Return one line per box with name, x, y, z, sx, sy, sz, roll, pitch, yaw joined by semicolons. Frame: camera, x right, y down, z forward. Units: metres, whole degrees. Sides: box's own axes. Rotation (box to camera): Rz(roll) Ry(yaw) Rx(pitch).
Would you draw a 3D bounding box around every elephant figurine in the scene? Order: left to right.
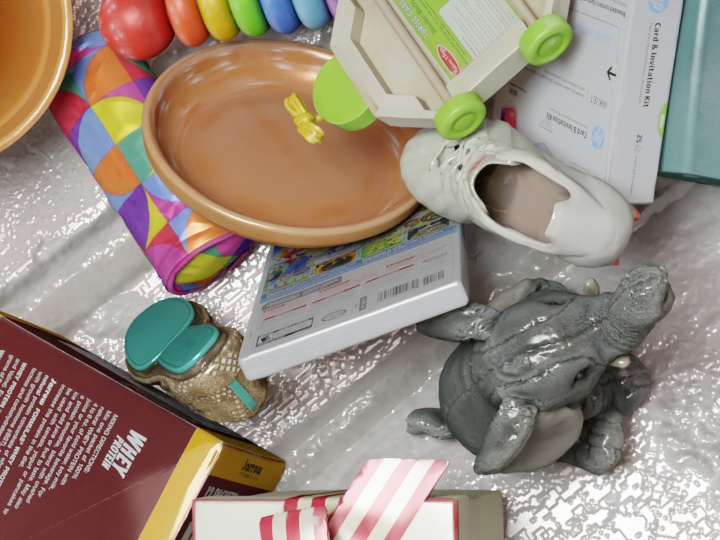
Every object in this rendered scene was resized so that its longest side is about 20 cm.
elephant figurine;0.102;0.055;0.989;0.141;0.200;0.156;28;88;17

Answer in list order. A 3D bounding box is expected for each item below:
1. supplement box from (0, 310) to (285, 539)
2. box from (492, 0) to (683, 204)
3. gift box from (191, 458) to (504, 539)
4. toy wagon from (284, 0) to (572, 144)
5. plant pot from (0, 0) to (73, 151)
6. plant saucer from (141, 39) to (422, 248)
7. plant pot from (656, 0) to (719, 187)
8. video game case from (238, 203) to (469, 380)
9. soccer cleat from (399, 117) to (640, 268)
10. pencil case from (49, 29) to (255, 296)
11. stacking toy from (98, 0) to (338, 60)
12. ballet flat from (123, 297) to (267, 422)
supplement box;-0.193;0.163;1.082;0.199;0.133;0.198;26;86;19
box;0.140;-0.158;1.008;0.041;0.156;0.201;-2;110;-23
gift box;0.009;0.206;0.981;0.199;0.187;0.186;-8;84;16
toy wagon;0.037;-0.152;1.009;0.200;0.040;0.156;-41;60;17
plant pot;-0.307;-0.172;1.123;0.199;0.140;0.201;-3;98;-18
plant saucer;-0.049;-0.081;1.096;0.199;0.038;0.201;7;43;-7
plant pot;0.229;-0.154;1.014;0.141;0.141;0.201;8;93;-23
video game case;0.000;0.000;1.044;0.143;0.200;0.018;-20;109;10
soccer cleat;0.081;-0.054;0.979;0.200;0.077;0.070;28;100;49
pencil case;-0.148;-0.081;1.149;0.088;0.088;0.201;-34;73;6
stacking toy;-0.082;-0.187;1.112;0.199;0.085;0.086;-15;75;8
ballet flat;-0.109;0.065;1.077;0.070;0.200;0.065;-44;107;-6
